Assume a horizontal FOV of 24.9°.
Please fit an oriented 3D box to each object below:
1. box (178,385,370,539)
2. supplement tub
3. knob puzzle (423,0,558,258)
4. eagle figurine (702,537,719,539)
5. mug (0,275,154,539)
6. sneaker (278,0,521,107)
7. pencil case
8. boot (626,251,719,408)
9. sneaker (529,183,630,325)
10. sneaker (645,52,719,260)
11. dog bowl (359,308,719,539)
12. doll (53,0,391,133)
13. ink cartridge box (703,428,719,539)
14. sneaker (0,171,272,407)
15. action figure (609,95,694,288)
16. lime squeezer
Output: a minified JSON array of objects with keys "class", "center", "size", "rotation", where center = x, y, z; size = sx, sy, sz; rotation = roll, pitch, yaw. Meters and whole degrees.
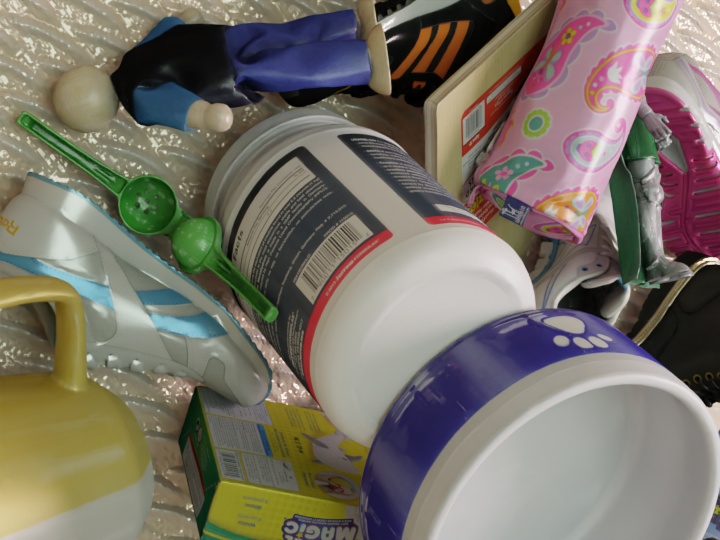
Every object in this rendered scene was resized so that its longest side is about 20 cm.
[{"class":"box","center":[-0.008,0.135,1.012],"size":[0.198,0.118,0.049],"rotation":[12,112,-18]},{"class":"supplement tub","center":[0.000,0.000,0.967],"size":[0.139,0.200,0.142],"rotation":[-15,125,-22]},{"class":"knob puzzle","center":[0.092,-0.079,1.109],"size":[0.219,0.030,0.221],"rotation":[-40,142,-41]},{"class":"eagle figurine","center":[0.142,0.184,1.088],"size":[0.150,0.200,0.153],"rotation":[-20,110,-20]},{"class":"mug","center":[-0.190,0.112,0.889],"size":[0.152,0.187,0.150],"rotation":[-12,62,-41]},{"class":"sneaker","center":[0.037,-0.138,1.081],"size":[0.199,0.070,0.091],"rotation":[-33,107,-30]},{"class":"pencil case","center":[0.141,-0.118,1.049],"size":[0.087,0.087,0.202],"rotation":[25,89,-32]},{"class":"boot","center":[0.243,0.090,1.185],"size":[0.077,0.138,0.202],"rotation":[27,89,-35]},{"class":"sneaker","center":[0.164,0.004,1.154],"size":[0.075,0.086,0.201],"rotation":[52,52,-22]},{"class":"sneaker","center":[0.259,-0.084,1.228],"size":[0.201,0.081,0.089],"rotation":[59,41,-36]},{"class":"dog bowl","center":[0.101,0.126,0.920],"size":[0.198,0.079,0.202],"rotation":[-14,123,-22]},{"class":"doll","center":[-0.084,-0.117,0.966],"size":[0.198,0.137,0.049],"rotation":[-9,127,-2]},{"class":"ink cartridge box","center":[0.256,0.227,1.211],"size":[0.201,0.076,0.137],"rotation":[-59,161,-19]},{"class":"sneaker","center":[-0.139,0.029,0.977],"size":[0.199,0.076,0.081],"rotation":[38,79,-22]},{"class":"action figure","center":[0.186,-0.091,1.120],"size":[0.118,0.054,0.202],"rotation":[17,60,-76]},{"class":"lime squeezer","center":[-0.112,-0.031,0.963],"size":[0.199,0.071,0.038],"rotation":[38,78,17]}]
